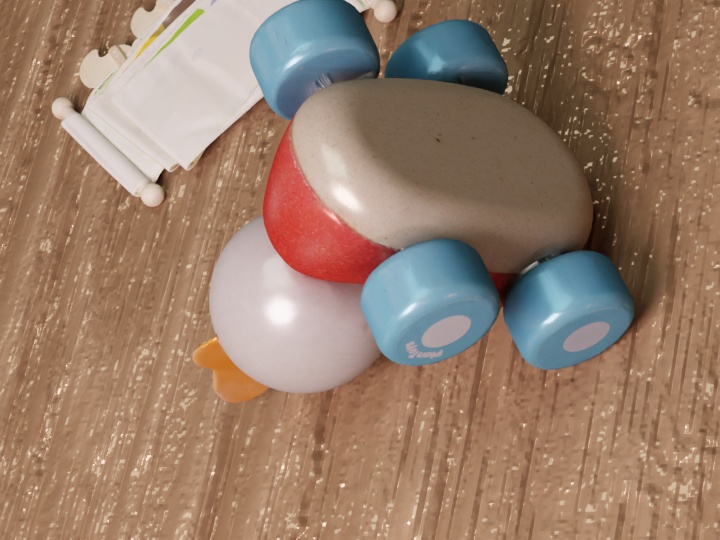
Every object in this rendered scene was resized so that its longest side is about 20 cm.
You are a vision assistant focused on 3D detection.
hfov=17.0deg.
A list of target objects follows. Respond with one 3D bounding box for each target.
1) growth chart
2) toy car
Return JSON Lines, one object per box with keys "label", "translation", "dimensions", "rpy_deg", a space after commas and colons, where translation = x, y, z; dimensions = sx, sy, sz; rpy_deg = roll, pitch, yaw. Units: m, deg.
{"label": "growth chart", "translation": [-0.087, -0.127, 1.412], "dimensions": [0.200, 0.018, 0.145], "rpy_deg": [-40, 46, 3]}
{"label": "toy car", "translation": [0.000, 0.000, 1.204], "dimensions": [0.200, 0.177, 0.184], "rpy_deg": [-48, 54, 35]}
